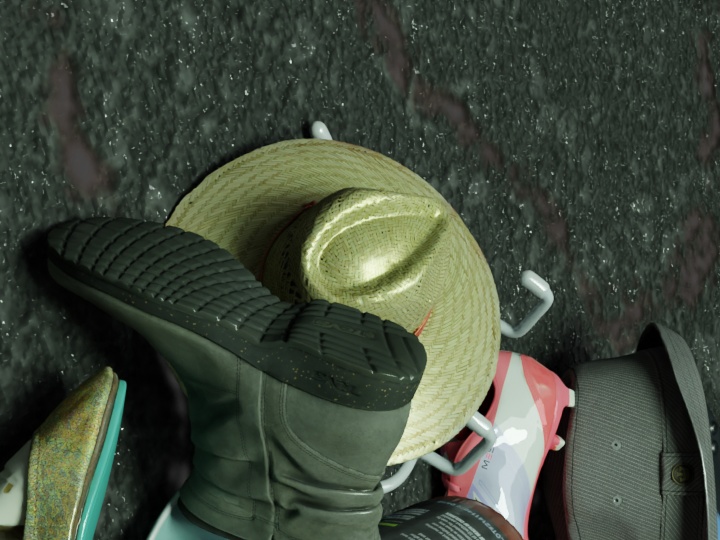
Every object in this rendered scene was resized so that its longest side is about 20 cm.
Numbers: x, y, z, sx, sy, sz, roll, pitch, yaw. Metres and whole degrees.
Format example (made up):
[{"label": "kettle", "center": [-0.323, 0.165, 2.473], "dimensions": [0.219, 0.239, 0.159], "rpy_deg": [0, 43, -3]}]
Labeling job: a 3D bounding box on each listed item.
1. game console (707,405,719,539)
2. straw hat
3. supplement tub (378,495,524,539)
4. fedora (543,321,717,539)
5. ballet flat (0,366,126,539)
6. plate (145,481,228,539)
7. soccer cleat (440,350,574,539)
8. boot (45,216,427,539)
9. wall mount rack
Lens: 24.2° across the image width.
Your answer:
[{"label": "game console", "center": [0.240, 0.204, 1.245], "dimensions": [0.177, 0.031, 0.201], "rpy_deg": [51, 50, -35]}, {"label": "straw hat", "center": [0.000, 0.000, 0.847], "dimensions": [0.200, 0.085, 0.202], "rpy_deg": [10, 62, -19]}, {"label": "supplement tub", "center": [0.001, 0.186, 0.844], "dimensions": [0.200, 0.107, 0.108], "rpy_deg": [-13, 96, -51]}, {"label": "fedora", "center": [0.168, 0.136, 1.086], "dimensions": [0.177, 0.090, 0.201], "rpy_deg": [-111, -162, -81]}, {"label": "ballet flat", "center": [-0.148, 0.136, 0.740], "dimensions": [0.071, 0.070, 0.201], "rpy_deg": [24, 67, -48]}, {"label": "plate", "center": [-0.058, 0.192, 0.873], "dimensions": [0.200, 0.025, 0.201], "rpy_deg": [6, 82, -51]}, {"label": "soccer cleat", "center": [0.073, 0.145, 1.026], "dimensions": [0.076, 0.067, 0.201], "rpy_deg": [21, 72, -15]}, {"label": "boot", "center": [-0.071, 0.064, 0.791], "dimensions": [0.068, 0.199, 0.131], "rpy_deg": [-42, 152, -59]}, {"label": "wall mount rack", "center": [0.012, 0.019, 0.943], "dimensions": [0.173, 0.075, 0.200], "rpy_deg": [32, 48, -3]}]
